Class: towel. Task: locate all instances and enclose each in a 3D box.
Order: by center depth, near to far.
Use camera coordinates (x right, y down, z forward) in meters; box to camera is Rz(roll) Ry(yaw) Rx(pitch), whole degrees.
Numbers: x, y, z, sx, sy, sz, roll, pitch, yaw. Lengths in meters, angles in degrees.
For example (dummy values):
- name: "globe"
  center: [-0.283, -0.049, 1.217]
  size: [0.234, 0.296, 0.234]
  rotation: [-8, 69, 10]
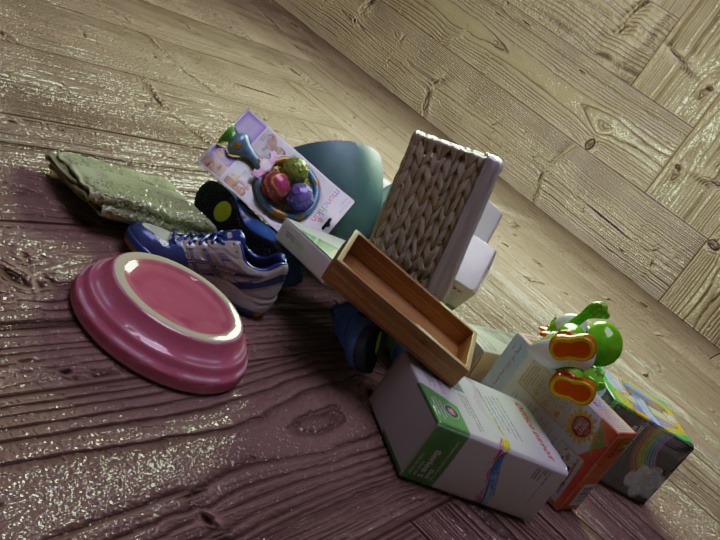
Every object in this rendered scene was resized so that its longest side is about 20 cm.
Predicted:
- name: "towel"
  center: [-0.284, -0.094, 1.173]
  size: [0.200, 0.037, 0.148]
  rotation: [17, 17, -49]

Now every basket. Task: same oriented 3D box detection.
- name: "basket"
  center: [0.091, -0.076, 1.223]
  size: [0.123, 0.201, 0.136]
  rotation: [22, 10, 1]

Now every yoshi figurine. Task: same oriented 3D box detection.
- name: "yoshi figurine"
  center: [0.293, 0.100, 1.198]
  size: [0.112, 0.112, 0.200]
  rotation: [49, 18, 1]

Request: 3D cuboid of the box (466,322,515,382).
- name: "box"
  center: [0.205, 0.137, 1.431]
  size: [0.199, 0.069, 0.082]
  rotation: [15, 26, -48]

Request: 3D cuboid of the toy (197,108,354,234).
- name: "toy"
  center: [-0.110, -0.128, 1.277]
  size: [0.200, 0.115, 0.047]
  rotation: [39, -26, -1]

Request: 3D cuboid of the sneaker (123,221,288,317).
- name: "sneaker"
  center: [-0.181, -0.024, 1.123]
  size: [0.199, 0.088, 0.075]
  rotation: [25, 21, -23]

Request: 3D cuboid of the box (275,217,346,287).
- name: "box"
  center: [0.000, 0.000, 1.237]
  size: [0.199, 0.036, 0.144]
  rotation: [18, 15, -39]

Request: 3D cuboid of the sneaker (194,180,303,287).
- name: "sneaker"
  center: [-0.154, -0.046, 1.284]
  size: [0.200, 0.066, 0.078]
  rotation: [44, 9, 26]

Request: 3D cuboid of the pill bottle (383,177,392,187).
- name: "pill bottle"
  center: [0.001, -0.128, 1.685]
  size: [0.199, 0.112, 0.112]
  rotation: [30, 18, -13]

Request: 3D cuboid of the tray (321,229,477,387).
- name: "tray"
  center: [0.049, 0.044, 1.112]
  size: [0.200, 0.037, 0.099]
  rotation: [40, 26, -5]

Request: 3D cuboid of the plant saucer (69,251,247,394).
- name: "plant saucer"
  center: [-0.199, 0.045, 0.973]
  size: [0.200, 0.051, 0.201]
  rotation: [32, 17, -11]

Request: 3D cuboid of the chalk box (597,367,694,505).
- name: "chalk box"
  center: [0.363, 0.229, 1.384]
  size: [0.199, 0.125, 0.124]
  rotation: [31, 18, -15]

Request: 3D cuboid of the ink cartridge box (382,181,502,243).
- name: "ink cartridge box"
  center: [0.103, -0.079, 1.469]
  size: [0.147, 0.086, 0.200]
  rotation: [39, -27, -15]

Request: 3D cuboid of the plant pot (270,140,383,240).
- name: "plant pot"
  center: [-0.053, -0.087, 1.404]
  size: [0.200, 0.200, 0.136]
  rotation: [14, 58, -48]

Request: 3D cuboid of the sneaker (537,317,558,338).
- name: "sneaker"
  center: [0.267, 0.148, 1.393]
  size: [0.082, 0.070, 0.200]
  rotation: [49, 52, 4]

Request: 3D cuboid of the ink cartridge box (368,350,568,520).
- name: "ink cartridge box"
  center: [0.126, 0.196, 1.106]
  size: [0.199, 0.084, 0.145]
  rotation: [25, 20, -26]

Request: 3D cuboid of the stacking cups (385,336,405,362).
- name: "stacking cups"
  center: [0.075, 0.122, 1.257]
  size: [0.060, 0.061, 0.200]
  rotation: [24, 22, -29]

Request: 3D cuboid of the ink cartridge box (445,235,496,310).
- name: "ink cartridge box"
  center: [0.096, -0.006, 1.410]
  size: [0.146, 0.083, 0.200]
  rotation: [34, -25, -5]

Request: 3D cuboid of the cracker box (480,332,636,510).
- name: "cracker box"
  center: [0.247, 0.197, 1.239]
  size: [0.058, 0.134, 0.200]
  rotation: [11, 29, -47]

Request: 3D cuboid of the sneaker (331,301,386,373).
- name: "sneaker"
  center: [-0.009, 0.079, 1.186]
  size: [0.078, 0.066, 0.200]
  rotation: [15, 11, 5]
